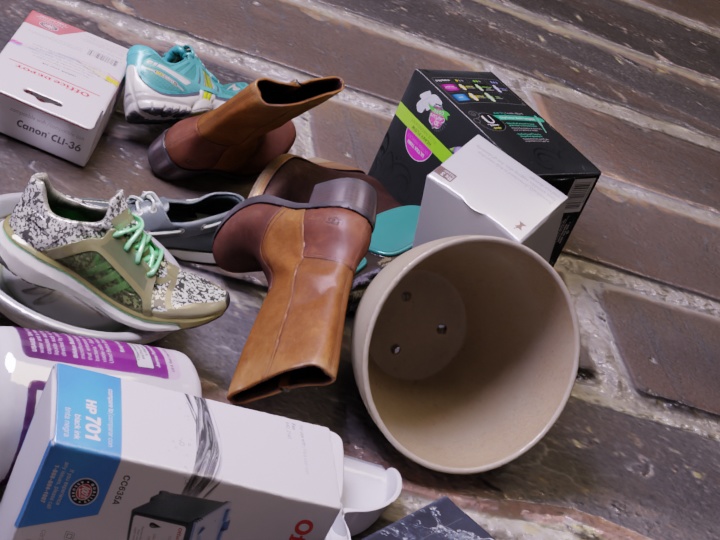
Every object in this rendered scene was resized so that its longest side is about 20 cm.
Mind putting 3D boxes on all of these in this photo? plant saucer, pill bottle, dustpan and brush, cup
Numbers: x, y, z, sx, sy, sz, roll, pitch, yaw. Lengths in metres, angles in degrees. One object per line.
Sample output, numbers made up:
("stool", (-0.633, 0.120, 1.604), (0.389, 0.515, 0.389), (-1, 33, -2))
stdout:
("plant saucer", (-0.242, 0.011, 1.367), (0.199, 0.050, 0.201), (19, 29, -11))
("pill bottle", (-0.222, 0.100, 1.169), (0.199, 0.113, 0.113), (10, 32, -27))
("dustpan and brush", (-0.026, 0.174, 1.260), (0.139, 0.057, 0.201), (19, 29, -13))
("cup", (0.071, 0.060, 1.428), (0.199, 0.202, 0.143), (14, 4, -22))

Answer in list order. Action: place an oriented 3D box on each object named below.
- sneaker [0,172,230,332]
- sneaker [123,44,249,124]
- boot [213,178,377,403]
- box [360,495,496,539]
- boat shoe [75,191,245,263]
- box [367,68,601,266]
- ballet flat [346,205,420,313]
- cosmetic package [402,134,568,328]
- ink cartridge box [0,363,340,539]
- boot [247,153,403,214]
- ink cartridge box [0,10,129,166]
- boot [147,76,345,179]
("sneaker", (-0.192, -0.017, 1.308), (0.199, 0.089, 0.077), (20, 29, -11))
("sneaker", (-0.172, -0.193, 1.699), (0.077, 0.080, 0.200), (-9, -3, 28))
("boot", (-0.074, 0.031, 1.412), (0.069, 0.187, 0.201), (47, 44, -41))
("box", (0.053, 0.278, 1.092), (0.200, 0.118, 0.196), (38, 30, 24))
("boat shoe", (-0.194, -0.052, 1.499), (0.199, 0.062, 0.073), (6, 34, -33))
("box", (0.128, -0.101, 1.756), (0.124, 0.149, 0.200), (-4, 40, -42))
("ballet flat", (0.000, 0.000, 1.557), (0.072, 0.072, 0.200), (37, 42, 21))
("cosmetic package", (0.111, -0.012, 1.529), (0.113, 0.201, 0.081), (38, 54, 20))
("ink cartridge box", (-0.132, 0.161, 1.102), (0.199, 0.147, 0.086), (16, 31, -18))
("boot", (-0.013, -0.052, 1.636), (0.166, 0.073, 0.200), (31, 25, 14))
("ink cartridge box", (-0.301, -0.173, 1.611), (0.116, 0.068, 0.200), (22, 27, -7))
("boot", (-0.087, -0.155, 1.614), (0.187, 0.199, 0.069), (-4, 75, -43))
